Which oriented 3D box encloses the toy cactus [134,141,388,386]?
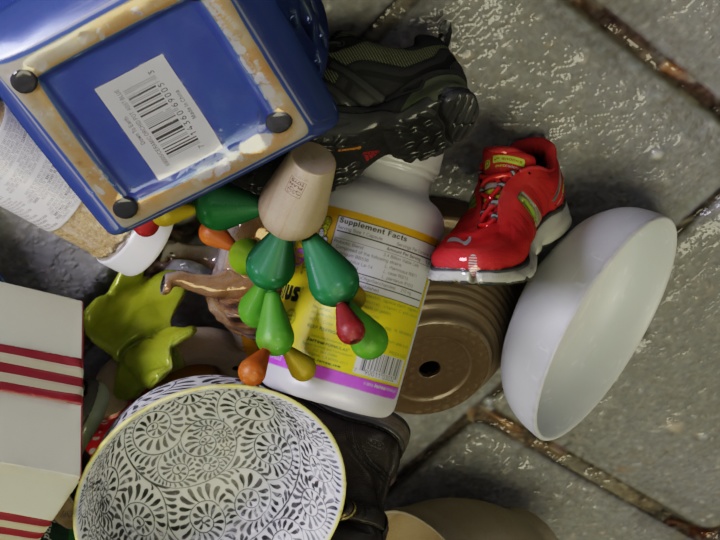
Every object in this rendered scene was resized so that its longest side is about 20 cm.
[{"bbox_3d":[-0.063,-0.016,1.028,0.102,0.200,0.165,-36,160,-42],"label":"toy cactus"}]

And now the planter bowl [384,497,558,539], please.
[{"bbox_3d":[0.107,0.292,1.402,0.134,0.200,0.201,-17,137,-34],"label":"planter bowl"}]

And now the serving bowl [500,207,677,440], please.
[{"bbox_3d":[0.170,0.032,1.222,0.200,0.066,0.200,-42,151,-30],"label":"serving bowl"}]

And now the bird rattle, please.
[{"bbox_3d":[-0.167,0.097,1.232,0.163,0.113,0.200,3,133,-35],"label":"bird rattle"}]

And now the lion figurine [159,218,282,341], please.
[{"bbox_3d":[-0.079,-0.031,1.154,0.122,0.073,0.200,9,125,-17],"label":"lion figurine"}]

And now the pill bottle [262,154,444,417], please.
[{"bbox_3d":[0.000,0.000,1.130,0.104,0.104,0.201,17,86,-24],"label":"pill bottle"}]

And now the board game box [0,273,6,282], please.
[{"bbox_3d":[-0.350,0.022,1.161,0.152,0.045,0.200,-20,129,5],"label":"board game box"}]

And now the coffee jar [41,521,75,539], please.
[{"bbox_3d":[-0.201,0.227,1.298,0.199,0.104,0.086,7,127,-1],"label":"coffee jar"}]

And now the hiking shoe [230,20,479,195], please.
[{"bbox_3d":[-0.021,-0.115,1.086,0.199,0.101,0.076,-13,144,1],"label":"hiking shoe"}]

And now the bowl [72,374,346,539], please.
[{"bbox_3d":[-0.118,0.148,1.145,0.200,0.094,0.201,-8,120,-14],"label":"bowl"}]

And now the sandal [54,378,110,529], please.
[{"bbox_3d":[-0.222,0.164,1.170,0.057,0.080,0.201,19,131,-19],"label":"sandal"}]

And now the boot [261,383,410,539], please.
[{"bbox_3d":[-0.056,0.177,1.246,0.199,0.174,0.069,6,131,12],"label":"boot"}]

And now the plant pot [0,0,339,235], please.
[{"bbox_3d":[-0.133,-0.151,0.977,0.200,0.180,0.200,-26,129,8],"label":"plant pot"}]

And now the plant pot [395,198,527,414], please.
[{"bbox_3d":[0.048,0.048,1.235,0.200,0.093,0.201,-6,129,-7],"label":"plant pot"}]

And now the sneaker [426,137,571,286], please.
[{"bbox_3d":[0.098,-0.046,1.121,0.077,0.200,0.085,2,112,22],"label":"sneaker"}]

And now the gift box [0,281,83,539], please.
[{"bbox_3d":[-0.304,0.091,1.084,0.186,0.185,0.200,14,130,-25],"label":"gift box"}]

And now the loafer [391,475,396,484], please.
[{"bbox_3d":[-0.062,0.185,1.343,0.199,0.063,0.072,-20,130,5],"label":"loafer"}]

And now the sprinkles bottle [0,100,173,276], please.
[{"bbox_3d":[-0.229,-0.068,1.097,0.200,0.068,0.068,31,117,-31],"label":"sprinkles bottle"}]
